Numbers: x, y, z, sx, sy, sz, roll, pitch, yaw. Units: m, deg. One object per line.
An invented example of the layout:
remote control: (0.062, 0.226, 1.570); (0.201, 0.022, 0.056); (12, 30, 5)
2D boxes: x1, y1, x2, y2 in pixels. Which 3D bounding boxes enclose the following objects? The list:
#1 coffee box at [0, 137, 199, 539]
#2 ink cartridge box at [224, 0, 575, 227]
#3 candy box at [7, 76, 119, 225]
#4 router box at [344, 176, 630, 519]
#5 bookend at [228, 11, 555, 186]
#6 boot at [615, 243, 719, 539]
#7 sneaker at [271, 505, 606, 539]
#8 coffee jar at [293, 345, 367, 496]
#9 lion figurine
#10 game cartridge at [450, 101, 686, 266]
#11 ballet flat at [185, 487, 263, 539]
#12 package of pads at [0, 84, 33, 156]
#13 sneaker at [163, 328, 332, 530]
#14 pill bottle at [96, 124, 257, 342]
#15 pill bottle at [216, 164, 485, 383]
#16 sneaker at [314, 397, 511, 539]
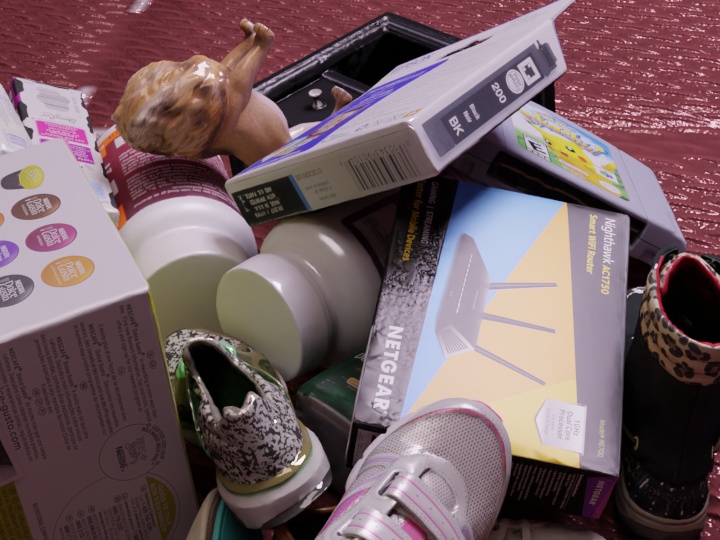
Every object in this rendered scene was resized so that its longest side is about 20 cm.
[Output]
coffee box: (-0.226, 0.071, 0.814); (0.196, 0.202, 0.200); (-19, 37, -17)
ink cartridge box: (0.036, -0.105, 0.888); (0.200, 0.044, 0.197); (-40, 17, -36)
candy box: (-0.244, -0.041, 1.016); (0.060, 0.137, 0.200); (8, 28, -26)
router box: (0.080, 0.038, 0.791); (0.148, 0.051, 0.201); (11, 48, 1)
bookend: (0.023, -0.111, 1.103); (0.199, 0.093, 0.198); (-33, 43, -28)
boot: (0.191, 0.040, 0.807); (0.073, 0.155, 0.204); (5, 39, 4)
sneaker: (0.046, 0.158, 0.743); (0.198, 0.085, 0.073); (-4, 34, 3)
coffee jar: (0.060, 0.070, 0.857); (0.199, 0.086, 0.104); (-33, 45, -30)
lion figurine: (-0.078, -0.105, 0.983); (0.123, 0.199, 0.072); (-56, 31, 0)
game cartridge: (0.144, -0.080, 0.990); (0.199, 0.041, 0.134); (25, 22, -13)
ballet flat: (-0.083, 0.204, 0.729); (0.069, 0.070, 0.201); (-10, 37, -3)
package of pads: (-0.290, -0.027, 0.958); (0.068, 0.202, 0.155); (7, 24, -30)
sneaker: (-0.080, 0.065, 0.791); (0.076, 0.089, 0.200); (-29, 31, -15)
pill bottle: (-0.141, -0.025, 1.001); (0.113, 0.115, 0.200); (-15, 36, -10)
pill bottle: (0.000, 0.000, 0.920); (0.112, 0.113, 0.199); (24, 38, 37)
sneaker: (0.014, 0.145, 0.652); (0.081, 0.088, 0.201); (38, 71, -2)
